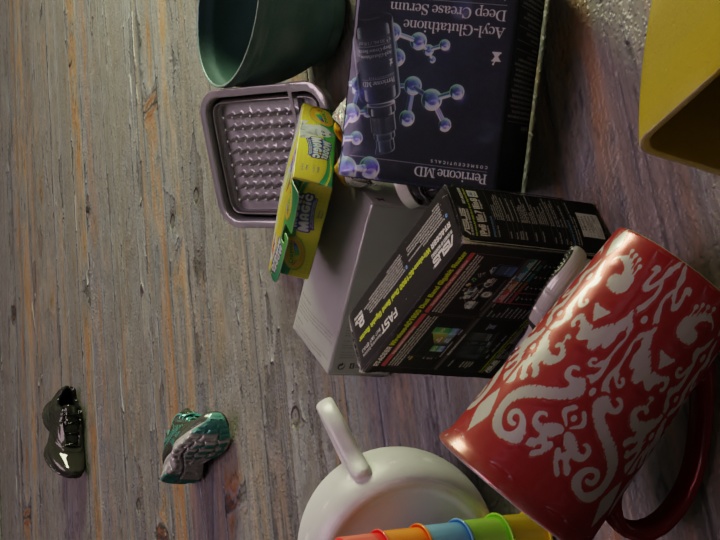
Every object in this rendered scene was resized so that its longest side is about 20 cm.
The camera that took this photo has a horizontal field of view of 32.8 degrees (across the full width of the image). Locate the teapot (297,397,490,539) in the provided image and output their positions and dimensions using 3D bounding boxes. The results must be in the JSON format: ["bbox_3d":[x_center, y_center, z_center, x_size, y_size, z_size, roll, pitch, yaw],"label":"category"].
[{"bbox_3d":[0.022,0.242,1.148,0.201,0.196,0.146,-69,19,8],"label":"teapot"}]

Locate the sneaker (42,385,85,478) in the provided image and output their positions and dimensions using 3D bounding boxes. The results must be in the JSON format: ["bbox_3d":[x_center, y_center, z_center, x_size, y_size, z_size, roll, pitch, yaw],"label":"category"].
[{"bbox_3d":[-0.570,0.310,2.369,0.091,0.076,0.201,-55,43,34],"label":"sneaker"}]

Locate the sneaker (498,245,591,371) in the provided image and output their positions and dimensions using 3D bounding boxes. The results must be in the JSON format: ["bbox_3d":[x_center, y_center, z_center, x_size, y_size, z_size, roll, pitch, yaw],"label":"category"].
[{"bbox_3d":[0.166,0.069,1.005,0.080,0.074,0.200,31,145,10],"label":"sneaker"}]

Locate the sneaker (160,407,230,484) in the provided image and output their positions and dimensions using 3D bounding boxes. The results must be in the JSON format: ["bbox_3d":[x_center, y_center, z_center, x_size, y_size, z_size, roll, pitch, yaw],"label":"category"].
[{"bbox_3d":[-0.245,0.235,1.763,0.200,0.077,0.092,-47,44,49],"label":"sneaker"}]

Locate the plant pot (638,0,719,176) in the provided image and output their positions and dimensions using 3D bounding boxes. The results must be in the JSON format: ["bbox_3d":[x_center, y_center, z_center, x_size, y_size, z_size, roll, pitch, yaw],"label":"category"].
[{"bbox_3d":[0.282,-0.169,0.695,0.200,0.199,0.178,132,144,-50],"label":"plant pot"}]

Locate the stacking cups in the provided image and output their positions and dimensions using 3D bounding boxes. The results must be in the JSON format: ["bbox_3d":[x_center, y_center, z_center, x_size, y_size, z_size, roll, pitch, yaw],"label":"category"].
[{"bbox_3d":[0.066,0.235,1.039,0.060,0.199,0.061,-14,74,63],"label":"stacking cups"}]

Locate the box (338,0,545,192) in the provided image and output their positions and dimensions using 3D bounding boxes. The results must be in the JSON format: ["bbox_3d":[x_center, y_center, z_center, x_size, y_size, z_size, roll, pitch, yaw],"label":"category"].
[{"bbox_3d":[0.074,-0.174,1.090,0.147,0.107,0.202,8,98,19],"label":"box"}]

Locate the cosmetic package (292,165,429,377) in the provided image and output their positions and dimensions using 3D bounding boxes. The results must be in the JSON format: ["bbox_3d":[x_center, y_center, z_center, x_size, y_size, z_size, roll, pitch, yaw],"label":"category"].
[{"bbox_3d":[0.000,0.000,1.313,0.113,0.081,0.201,49,128,53],"label":"cosmetic package"}]

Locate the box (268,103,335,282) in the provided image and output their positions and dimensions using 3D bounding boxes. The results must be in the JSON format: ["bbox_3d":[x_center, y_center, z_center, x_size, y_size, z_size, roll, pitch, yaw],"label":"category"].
[{"bbox_3d":[-0.059,-0.081,1.294,0.201,0.048,0.118,-84,9,-57],"label":"box"}]

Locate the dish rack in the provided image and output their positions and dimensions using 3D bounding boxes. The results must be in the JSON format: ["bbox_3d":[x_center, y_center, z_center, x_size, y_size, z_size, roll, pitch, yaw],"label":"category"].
[{"bbox_3d":[-0.095,-0.137,1.449,0.199,0.043,0.173,1,109,36],"label":"dish rack"}]

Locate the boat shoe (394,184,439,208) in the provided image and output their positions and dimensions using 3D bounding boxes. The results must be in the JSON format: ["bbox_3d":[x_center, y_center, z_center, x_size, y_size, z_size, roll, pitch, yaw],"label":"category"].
[{"bbox_3d":[0.067,-0.158,1.216,0.060,0.074,0.201,-13,57,24],"label":"boat shoe"}]

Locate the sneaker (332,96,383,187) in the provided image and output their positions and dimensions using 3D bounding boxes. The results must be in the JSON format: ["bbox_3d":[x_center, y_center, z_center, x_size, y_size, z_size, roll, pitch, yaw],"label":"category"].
[{"bbox_3d":[0.006,-0.174,1.268,0.082,0.078,0.201,-16,52,26],"label":"sneaker"}]

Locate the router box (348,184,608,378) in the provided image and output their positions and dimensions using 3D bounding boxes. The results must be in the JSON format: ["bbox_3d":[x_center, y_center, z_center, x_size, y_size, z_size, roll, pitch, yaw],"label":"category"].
[{"bbox_3d":[0.098,0.016,1.052,0.200,0.149,0.062,-55,40,45],"label":"router box"}]

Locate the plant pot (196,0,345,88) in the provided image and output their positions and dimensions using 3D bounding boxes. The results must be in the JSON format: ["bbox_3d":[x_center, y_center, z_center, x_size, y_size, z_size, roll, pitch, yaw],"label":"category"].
[{"bbox_3d":[-0.101,-0.312,1.472,0.200,0.133,0.202,-12,76,61],"label":"plant pot"}]

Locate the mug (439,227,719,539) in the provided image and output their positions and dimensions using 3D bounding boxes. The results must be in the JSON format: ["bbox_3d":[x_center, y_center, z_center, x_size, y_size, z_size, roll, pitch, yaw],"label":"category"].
[{"bbox_3d":[0.179,0.089,0.889,0.201,0.177,0.133,-53,45,0],"label":"mug"}]
